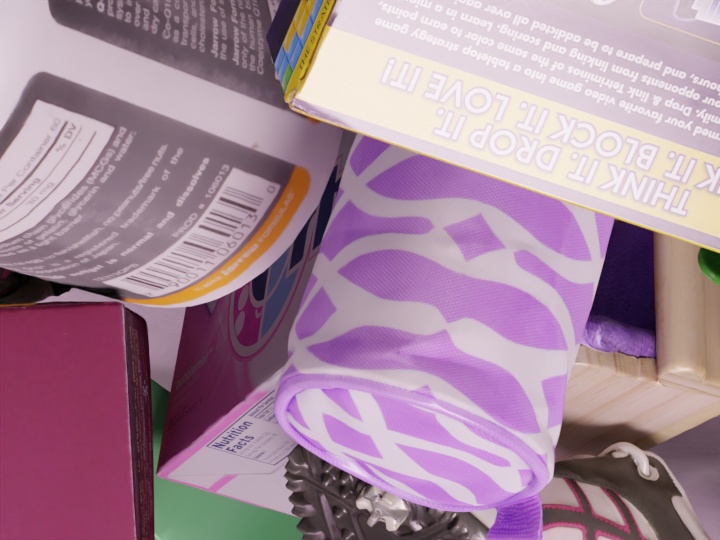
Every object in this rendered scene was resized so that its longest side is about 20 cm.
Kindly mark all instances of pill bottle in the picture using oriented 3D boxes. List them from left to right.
[{"bbox_3d":[-0.103,-0.061,0.803,0.116,0.117,0.200,-11,163,34],"label":"pill bottle"}]

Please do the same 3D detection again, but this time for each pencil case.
[{"bbox_3d":[0.041,-0.032,0.814,0.085,0.201,0.084,36,155,-34],"label":"pencil case"}]

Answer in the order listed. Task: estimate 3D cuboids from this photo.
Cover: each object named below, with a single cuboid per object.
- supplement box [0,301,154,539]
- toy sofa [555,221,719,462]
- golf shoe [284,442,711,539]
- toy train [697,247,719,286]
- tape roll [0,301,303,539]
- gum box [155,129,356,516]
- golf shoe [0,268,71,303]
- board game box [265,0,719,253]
[{"bbox_3d":[-0.122,0.056,0.924,0.110,0.086,0.200,-2,178,-3],"label":"supplement box"},{"bbox_3d":[0.069,0.029,1.029,0.097,0.083,0.200,13,155,-24],"label":"toy sofa"},{"bbox_3d":[0.056,0.090,0.958,0.200,0.088,0.077,38,147,-30],"label":"golf shoe"},{"bbox_3d":[0.125,-0.016,0.834,0.056,0.200,0.042,8,126,-11],"label":"toy train"},{"bbox_3d":[-0.096,0.074,1.131,0.200,0.048,0.200,34,170,7],"label":"tape roll"},{"bbox_3d":[0.000,0.000,0.976,0.066,0.114,0.200,18,152,-19],"label":"gum box"},{"bbox_3d":[-0.078,-0.046,0.981,0.092,0.073,0.200,-8,167,-41],"label":"golf shoe"},{"bbox_3d":[0.098,-0.092,0.726,0.199,0.057,0.166,18,111,-16],"label":"board game box"}]
